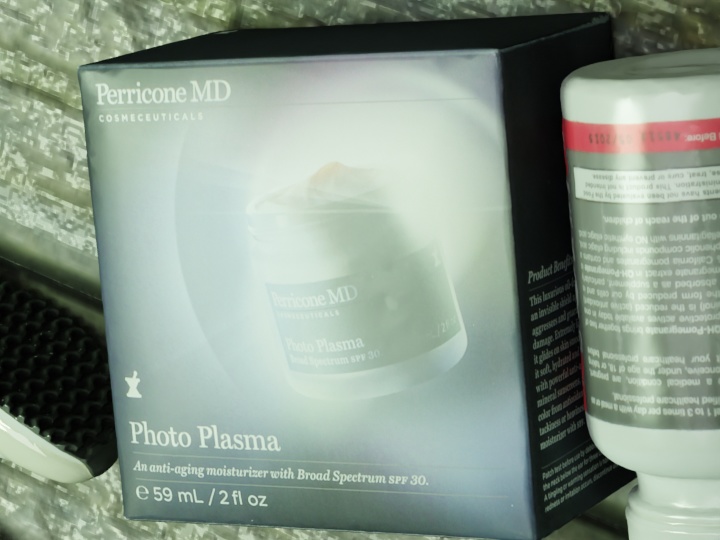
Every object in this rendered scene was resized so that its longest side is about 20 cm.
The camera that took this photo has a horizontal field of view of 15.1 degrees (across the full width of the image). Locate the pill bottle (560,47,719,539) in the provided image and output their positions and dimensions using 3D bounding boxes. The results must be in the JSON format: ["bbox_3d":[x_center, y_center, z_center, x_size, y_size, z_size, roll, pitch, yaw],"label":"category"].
[{"bbox_3d":[0.140,0.017,1.070,0.110,0.111,0.201,0,101,28],"label":"pill bottle"}]

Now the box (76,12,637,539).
[{"bbox_3d":[0.000,0.000,1.137,0.199,0.123,0.199,-1,100,28],"label":"box"}]

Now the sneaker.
[{"bbox_3d":[-0.196,0.052,1.295,0.199,0.070,0.094,32,132,16],"label":"sneaker"}]
